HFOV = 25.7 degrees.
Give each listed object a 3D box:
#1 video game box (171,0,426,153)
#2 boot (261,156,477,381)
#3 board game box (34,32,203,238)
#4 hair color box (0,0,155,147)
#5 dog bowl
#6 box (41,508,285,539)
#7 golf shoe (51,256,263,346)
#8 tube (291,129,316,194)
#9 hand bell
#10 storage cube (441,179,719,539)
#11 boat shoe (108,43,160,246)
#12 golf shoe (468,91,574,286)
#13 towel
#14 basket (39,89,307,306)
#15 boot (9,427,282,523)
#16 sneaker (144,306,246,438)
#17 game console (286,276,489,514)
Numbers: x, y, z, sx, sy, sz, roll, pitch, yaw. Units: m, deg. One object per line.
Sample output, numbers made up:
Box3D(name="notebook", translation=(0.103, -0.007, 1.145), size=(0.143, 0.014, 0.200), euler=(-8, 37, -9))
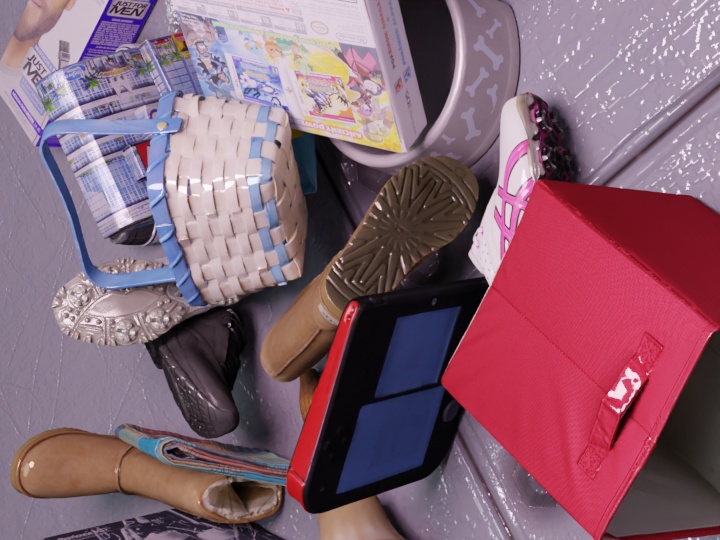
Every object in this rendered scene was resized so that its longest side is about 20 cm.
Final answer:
Box3D(name="video game box", translation=(-0.055, -0.189, 1.223), size=(0.199, 0.047, 0.183), euler=(16, 139, 30))
Box3D(name="boot", translation=(0.000, 0.000, 1.290), size=(0.066, 0.175, 0.200), euler=(46, 157, 1))
Box3D(name="board game box", translation=(-0.165, -0.107, 1.424), size=(0.062, 0.200, 0.201), euler=(-28, 87, 41))
Box3D(name="hair color box", translation=(-0.293, -0.234, 1.599), size=(0.109, 0.065, 0.200), euler=(51, 122, 30))
Box3D(name="dog bowl", translation=(0.035, -0.173, 1.298), size=(0.199, 0.058, 0.201), euler=(1, 92, 42))
Box3D(name="box", translation=(-0.156, 0.296, 1.398), size=(0.182, 0.199, 0.105), euler=(16, 104, 41))
Box3D(name="golf shoe", translation=(-0.177, 0.020, 1.418), size=(0.097, 0.199, 0.079), euler=(162, 94, -78))
Box3D(name="tube", translation=(-0.068, -0.162, 1.347), size=(0.077, 0.050, 0.201), euler=(179, 79, -77))
Box3D(name="hand bell", translation=(-0.021, 0.174, 1.362), size=(0.104, 0.104, 0.201), euler=(-44, 51, 35))
Box3D(name="storage cube", translation=(0.196, 0.060, 1.068), size=(0.180, 0.199, 0.172), euler=(44, 121, 40))
Box3D(name="boat shoe", translation=(-0.232, -0.124, 1.541), size=(0.073, 0.068, 0.201), euler=(0, 92, 43))
Box3D(name="golf shoe", translation=(0.119, -0.034, 1.203), size=(0.092, 0.073, 0.201), euler=(-7, 86, 26))
Box3D(name="towel", translation=(-0.126, 0.157, 1.356), size=(0.200, 0.146, 0.022), euler=(180, 103, -71))
Box3D(name="basket", translation=(-0.147, -0.055, 1.288), size=(0.177, 0.199, 0.140), euler=(80, -173, -46))
Box3D(name="boot", translation=(-0.200, 0.191, 1.457), size=(0.199, 0.175, 0.067), euler=(8, 99, 46))
Box3D(name="sneaker", translation=(-0.140, 0.073, 1.423), size=(0.200, 0.090, 0.076), euler=(-126, 20, -49))
Box3D(name="game console", translation=(0.029, 0.094, 1.217), size=(0.031, 0.200, 0.178), euler=(31, 112, 29))
